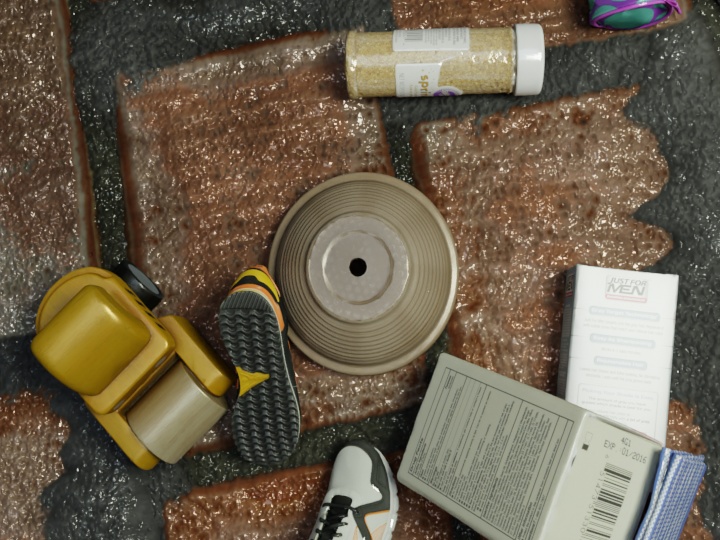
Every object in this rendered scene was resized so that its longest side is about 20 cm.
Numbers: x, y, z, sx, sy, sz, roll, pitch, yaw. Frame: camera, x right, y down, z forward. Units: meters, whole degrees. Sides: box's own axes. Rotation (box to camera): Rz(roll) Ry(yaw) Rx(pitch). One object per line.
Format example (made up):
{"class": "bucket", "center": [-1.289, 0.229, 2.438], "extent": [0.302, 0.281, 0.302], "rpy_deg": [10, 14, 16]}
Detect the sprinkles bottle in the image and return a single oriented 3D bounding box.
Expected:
{"class": "sprinkles bottle", "center": [0.083, -0.209, 0.904], "extent": [0.195, 0.068, 0.070], "rpy_deg": [0, 85, 5]}

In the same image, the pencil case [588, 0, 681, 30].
{"class": "pencil case", "center": [0.264, -0.344, 0.891], "extent": [0.091, 0.084, 0.205], "rpy_deg": [-5, 85, 32]}

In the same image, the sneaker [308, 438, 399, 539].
{"class": "sneaker", "center": [-0.016, 0.257, 0.845], "extent": [0.072, 0.080, 0.205], "rpy_deg": [-9, 62, 35]}

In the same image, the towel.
{"class": "towel", "center": [0.262, 0.227, 0.795], "extent": [0.023, 0.199, 0.148], "rpy_deg": [20, 88, 29]}

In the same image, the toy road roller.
{"class": "toy road roller", "center": [-0.227, 0.088, 0.864], "extent": [0.123, 0.146, 0.200], "rpy_deg": [-44, 83, 0]}

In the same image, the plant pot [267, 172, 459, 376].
{"class": "plant pot", "center": [0.000, 0.000, 0.881], "extent": [0.195, 0.093, 0.206], "rpy_deg": [0, 85, 5]}

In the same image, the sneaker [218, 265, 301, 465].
{"class": "sneaker", "center": [-0.092, 0.092, 0.885], "extent": [0.068, 0.091, 0.204], "rpy_deg": [-2, 117, 6]}

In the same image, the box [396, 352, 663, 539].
{"class": "box", "center": [0.142, 0.169, 0.792], "extent": [0.107, 0.199, 0.130], "rpy_deg": [23, 87, -31]}

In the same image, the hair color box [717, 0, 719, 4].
{"class": "hair color box", "center": [0.442, -0.331, 0.889], "extent": [0.198, 0.061, 0.101], "rpy_deg": [-32, 83, 1]}

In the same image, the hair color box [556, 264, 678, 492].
{"class": "hair color box", "center": [0.243, 0.102, 0.870], "extent": [0.096, 0.061, 0.205], "rpy_deg": [6, 86, 5]}
